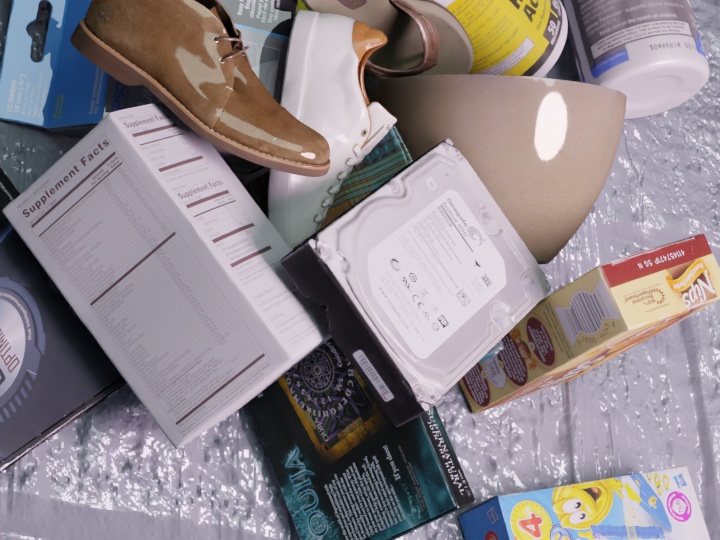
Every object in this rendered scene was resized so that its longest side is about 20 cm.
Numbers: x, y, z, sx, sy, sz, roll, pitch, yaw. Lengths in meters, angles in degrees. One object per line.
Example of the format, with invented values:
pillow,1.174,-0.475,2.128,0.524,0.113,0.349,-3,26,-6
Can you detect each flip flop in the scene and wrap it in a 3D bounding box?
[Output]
flip flop,0.023,-0.180,1.291,0.200,0.081,0.058,34,26,-55

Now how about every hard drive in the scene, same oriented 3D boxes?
hard drive,0.045,0.003,1.189,0.140,0.038,0.200,56,39,-3

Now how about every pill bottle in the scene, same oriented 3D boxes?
pill bottle,0.075,-0.233,1.391,0.200,0.111,0.112,36,49,-44
pill bottle,0.237,-0.249,1.541,0.113,0.114,0.201,0,68,-32

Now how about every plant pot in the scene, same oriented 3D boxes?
plant pot,0.107,-0.074,1.343,0.200,0.200,0.135,3,89,-31

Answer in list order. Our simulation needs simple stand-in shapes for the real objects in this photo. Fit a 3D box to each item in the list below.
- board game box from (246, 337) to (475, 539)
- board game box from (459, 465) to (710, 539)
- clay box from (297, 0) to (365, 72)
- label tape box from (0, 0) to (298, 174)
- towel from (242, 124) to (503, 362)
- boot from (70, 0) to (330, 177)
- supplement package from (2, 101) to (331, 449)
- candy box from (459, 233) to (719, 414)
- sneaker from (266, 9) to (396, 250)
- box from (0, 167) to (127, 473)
board game box,-0.015,0.097,1.202,0.028,0.135,0.201,-4,68,-57
board game box,0.192,0.261,1.302,0.195,0.056,0.201,-4,70,-34
clay box,-0.071,-0.211,1.368,0.199,0.048,0.115,3,69,-32
label tape box,-0.154,-0.162,1.243,0.199,0.063,0.145,11,81,-20
towel,0.000,0.000,1.273,0.146,0.022,0.200,-26,80,6
boot,-0.097,-0.136,1.163,0.200,0.076,0.074,33,17,-2
supplement package,-0.124,-0.002,1.155,0.200,0.114,0.110,54,21,3
candy box,0.172,0.043,1.302,0.115,0.200,0.055,-15,77,-36
sneaker,-0.020,-0.084,1.236,0.084,0.073,0.201,9,96,3
box,-0.264,0.030,1.133,0.160,0.044,0.200,-35,89,-39
